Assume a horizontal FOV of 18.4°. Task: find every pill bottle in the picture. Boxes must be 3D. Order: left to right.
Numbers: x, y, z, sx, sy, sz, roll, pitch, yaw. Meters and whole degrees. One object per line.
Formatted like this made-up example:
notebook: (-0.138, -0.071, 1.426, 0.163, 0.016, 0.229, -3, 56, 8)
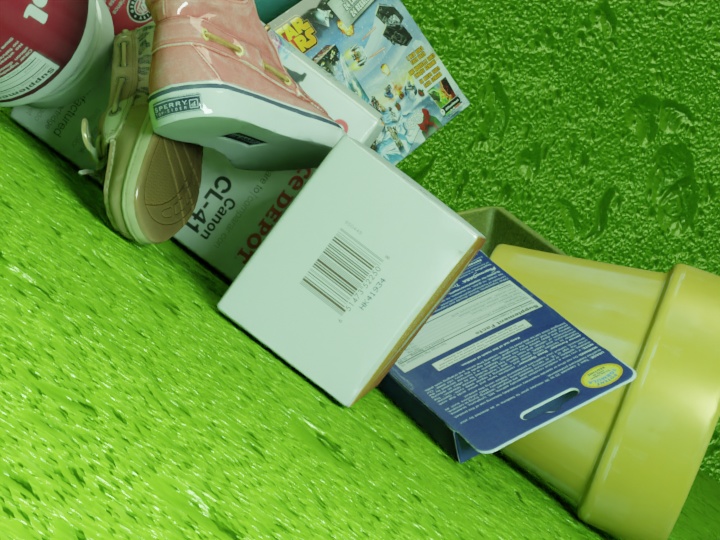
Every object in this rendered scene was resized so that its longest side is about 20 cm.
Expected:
pill bottle: (-0.227, -0.163, 1.316, 0.113, 0.113, 0.200, 38, 3, 22)

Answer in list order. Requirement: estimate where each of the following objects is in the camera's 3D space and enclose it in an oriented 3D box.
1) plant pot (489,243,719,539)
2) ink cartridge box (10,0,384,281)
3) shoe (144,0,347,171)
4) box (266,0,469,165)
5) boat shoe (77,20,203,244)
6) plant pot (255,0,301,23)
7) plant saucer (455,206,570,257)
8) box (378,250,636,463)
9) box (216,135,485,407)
plant pot: (0.162, 0.075, 1.590, 0.188, 0.202, 0.201, 21, 1, 6)
ink cartridge box: (-0.104, -0.101, 1.449, 0.200, 0.148, 0.086, 36, 5, 1)
shoe: (-0.064, -0.116, 1.308, 0.071, 0.091, 0.200, -9, -10, 23)
box: (-0.017, -0.131, 1.605, 0.137, 0.040, 0.200, 56, 42, -6)
boat shoe: (-0.130, -0.083, 1.325, 0.200, 0.062, 0.074, -80, 162, -54)
plant pot: (-0.095, -0.141, 1.767, 0.200, 0.188, 0.200, 36, 3, -2)
plant saucer: (0.074, 0.018, 1.847, 0.199, 0.048, 0.200, -12, 27, -22)
box: (0.080, 0.060, 1.443, 0.200, 0.121, 0.033, 40, -30, 53)
box: (0.000, 0.000, 1.333, 0.097, 0.125, 0.200, 37, 4, 3)
